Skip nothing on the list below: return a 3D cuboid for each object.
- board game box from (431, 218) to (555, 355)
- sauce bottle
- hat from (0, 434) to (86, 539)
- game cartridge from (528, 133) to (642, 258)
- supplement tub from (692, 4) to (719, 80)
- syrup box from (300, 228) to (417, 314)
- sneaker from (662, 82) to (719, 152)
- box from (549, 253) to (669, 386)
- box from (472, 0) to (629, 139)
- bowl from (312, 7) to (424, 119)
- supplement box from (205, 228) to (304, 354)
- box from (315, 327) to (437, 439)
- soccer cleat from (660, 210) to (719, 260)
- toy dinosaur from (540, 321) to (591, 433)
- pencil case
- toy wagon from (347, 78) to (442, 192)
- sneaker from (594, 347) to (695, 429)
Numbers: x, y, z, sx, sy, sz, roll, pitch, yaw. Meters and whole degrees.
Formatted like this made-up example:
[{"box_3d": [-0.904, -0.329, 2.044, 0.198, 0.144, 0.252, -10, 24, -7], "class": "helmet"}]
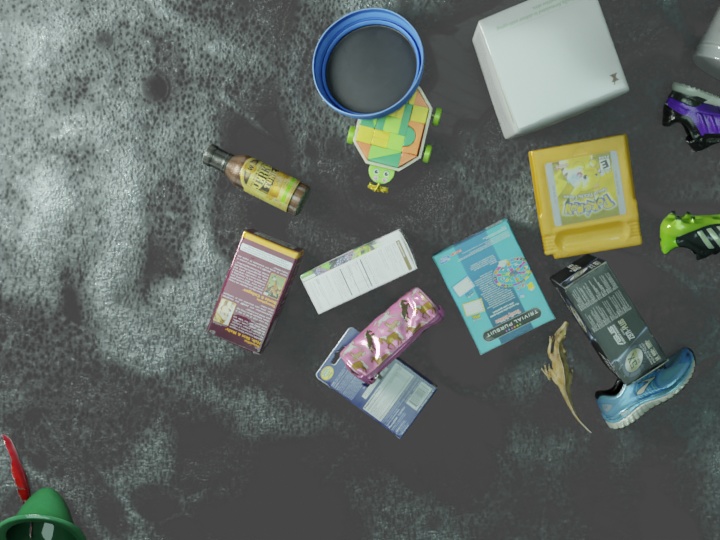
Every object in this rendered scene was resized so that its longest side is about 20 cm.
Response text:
[{"box_3d": [0.240, 0.029, 1.564, 0.150, 0.047, 0.201, -26, 94, 6], "class": "board game box"}, {"box_3d": [-0.191, -0.168, 1.565, 0.199, 0.065, 0.065, 25, 97, 0], "class": "sauce bottle"}, {"box_3d": [-0.608, 0.444, 1.683, 0.165, 0.177, 0.201, -6, 133, 3], "class": "hat"}, {"box_3d": [0.404, -0.131, 1.544, 0.175, 0.032, 0.201, -10, 94, 5], "class": "game cartridge"}, {"box_3d": [0.664, -0.422, 1.445, 0.131, 0.132, 0.201, 28, 98, 1], "class": "supplement tub"}, {"box_3d": [0.000, 0.000, 1.562, 0.199, 0.079, 0.082, -26, 93, 6], "class": "syrup box"}, {"box_3d": [0.620, -0.249, 1.503, 0.199, 0.070, 0.100, 23, 104, 5], "class": "sneaker"}, {"box_3d": [0.428, 0.081, 1.498, 0.086, 0.164, 0.200, -33, 93, 6], "class": "box"}, {"box_3d": [0.314, -0.350, 1.456, 0.198, 0.171, 0.201, -20, 94, 6], "class": "box"}, {"box_3d": [0.015, -0.361, 1.516, 0.199, 0.039, 0.202, -3, 79, 13], "class": "bowl"}, {"box_3d": [-0.191, 0.037, 1.576, 0.110, 0.086, 0.201, 22, 97, 1], "class": "supplement box"}, {"box_3d": [0.029, 0.206, 1.605, 0.200, 0.032, 0.121, 36, 97, -1], "class": "box"}, {"box_3d": [0.631, -0.060, 1.525, 0.199, 0.068, 0.081, 2, 114, 5], "class": "soccer cleat"}, {"box_3d": [0.361, 0.190, 1.545, 0.058, 0.101, 0.201, -12, 95, 5], "class": "toy dinosaur"}, {"box_3d": [0.058, 0.117, 1.547, 0.200, 0.083, 0.087, -43, 87, -9], "class": "pencil case"}, {"box_3d": [0.055, -0.239, 1.553, 0.154, 0.040, 0.201, 14, 97, 3], "class": "toy wagon"}, {"box_3d": [0.511, 0.198, 1.549, 0.200, 0.078, 0.090, -38, 89, 7], "class": "sneaker"}]
